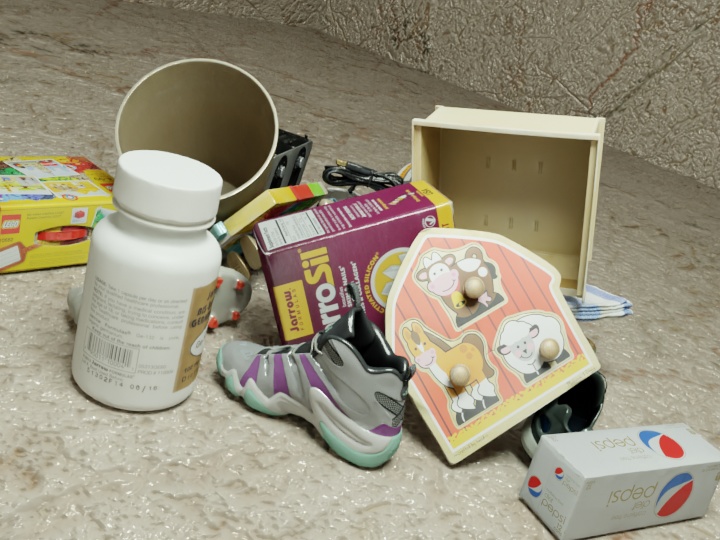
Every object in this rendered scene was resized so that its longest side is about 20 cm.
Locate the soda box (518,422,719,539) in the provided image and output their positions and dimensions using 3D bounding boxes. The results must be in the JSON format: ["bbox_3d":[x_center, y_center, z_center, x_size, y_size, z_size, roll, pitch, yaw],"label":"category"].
[{"bbox_3d":[0.246,0.191,0.785,0.196,0.070,0.064,2,24,-32],"label":"soda box"}]

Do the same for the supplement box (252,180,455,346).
[{"bbox_3d":[0.000,0.000,0.887,0.196,0.134,0.103,-16,22,-8],"label":"supplement box"}]

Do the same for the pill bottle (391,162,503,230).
[{"bbox_3d":[0.137,-0.090,1.119,0.114,0.120,0.198,-1,3,-37],"label":"pill bottle"}]

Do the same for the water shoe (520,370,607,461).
[{"bbox_3d":[0.226,0.126,0.871,0.071,0.079,0.200,41,37,-1],"label":"water shoe"}]

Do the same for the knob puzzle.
[{"bbox_3d":[0.109,0.047,0.806,0.215,0.225,0.030,16,-13,0],"label":"knob puzzle"}]

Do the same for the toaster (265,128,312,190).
[{"bbox_3d":[-0.192,-0.164,1.282,0.196,0.121,0.181,20,20,10],"label":"toaster"}]

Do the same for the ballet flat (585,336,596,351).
[{"bbox_3d":[0.224,0.064,1.081,0.065,0.071,0.200,-31,45,-10],"label":"ballet flat"}]

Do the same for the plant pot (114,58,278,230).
[{"bbox_3d":[-0.189,-0.120,1.047,0.183,0.191,0.201,17,-24,3],"label":"plant pot"}]

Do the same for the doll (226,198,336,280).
[{"bbox_3d":[-0.080,-0.044,1.080,0.198,0.136,0.049,-28,80,-43],"label":"doll"}]

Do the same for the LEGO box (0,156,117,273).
[{"bbox_3d":[-0.371,-0.068,0.967,0.148,0.079,0.198,30,25,34],"label":"LEGO box"}]

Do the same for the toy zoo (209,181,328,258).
[{"bbox_3d":[-0.126,-0.058,1.043,0.021,0.130,0.200,55,20,3],"label":"toy zoo"}]

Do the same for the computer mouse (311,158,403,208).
[{"bbox_3d":[-0.022,-0.082,1.183,0.107,0.200,0.045,12,62,-15],"label":"computer mouse"}]

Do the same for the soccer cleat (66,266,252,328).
[{"bbox_3d":[-0.203,0.024,0.880,0.197,0.071,0.077,-8,27,-41],"label":"soccer cleat"}]

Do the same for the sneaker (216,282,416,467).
[{"bbox_3d":[-0.036,0.071,0.773,0.197,0.143,0.078,23,22,18],"label":"sneaker"}]

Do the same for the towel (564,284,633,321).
[{"bbox_3d":[0.206,0.029,1.012,0.196,0.024,0.146,-1,16,-28],"label":"towel"}]

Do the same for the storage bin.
[{"bbox_3d":[0.162,-0.073,0.952,0.195,0.203,0.094,7,26,18],"label":"storage bin"}]

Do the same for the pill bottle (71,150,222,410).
[{"bbox_3d":[-0.181,0.007,0.741,0.112,0.204,0.115,14,21,-5],"label":"pill bottle"}]
